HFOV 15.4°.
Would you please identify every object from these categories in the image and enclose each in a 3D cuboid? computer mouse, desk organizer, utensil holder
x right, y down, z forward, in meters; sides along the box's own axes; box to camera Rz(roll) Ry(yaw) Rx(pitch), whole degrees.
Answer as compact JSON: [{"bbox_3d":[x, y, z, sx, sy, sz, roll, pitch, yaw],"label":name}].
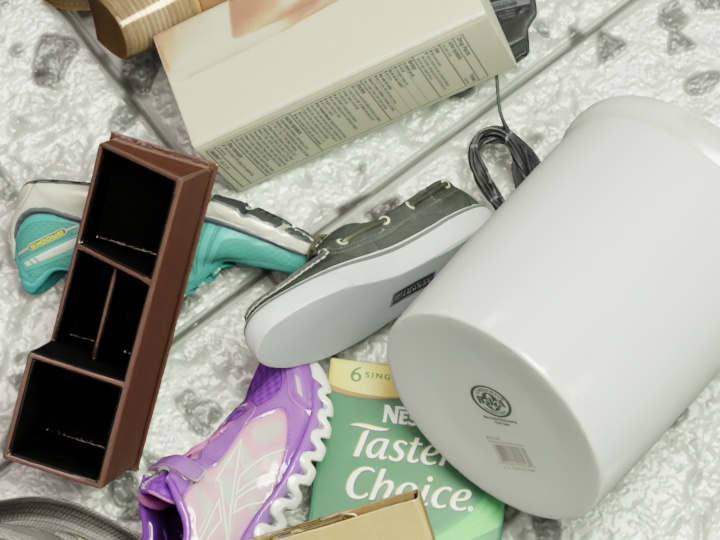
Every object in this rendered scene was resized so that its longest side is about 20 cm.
[{"bbox_3d":[0.091,-0.120,1.704,0.058,0.034,0.201,-9,69,11],"label":"computer mouse"},{"bbox_3d":[-0.152,0.024,1.613,0.071,0.077,0.201,17,100,8],"label":"desk organizer"},{"bbox_3d":[0.135,0.022,1.563,0.170,0.170,0.200,38,60,14],"label":"utensil holder"}]

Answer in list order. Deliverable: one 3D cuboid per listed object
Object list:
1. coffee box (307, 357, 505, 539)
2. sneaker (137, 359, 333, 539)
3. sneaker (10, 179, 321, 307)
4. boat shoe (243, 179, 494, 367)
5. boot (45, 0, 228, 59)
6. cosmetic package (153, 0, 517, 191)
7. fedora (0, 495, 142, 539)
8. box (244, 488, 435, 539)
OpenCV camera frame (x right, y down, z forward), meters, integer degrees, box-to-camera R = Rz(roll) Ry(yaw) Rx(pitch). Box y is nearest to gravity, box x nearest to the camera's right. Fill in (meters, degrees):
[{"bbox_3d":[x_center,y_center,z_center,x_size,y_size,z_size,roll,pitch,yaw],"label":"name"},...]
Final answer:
[{"bbox_3d":[0.026,0.157,1.618,0.122,0.044,0.201,8,73,5],"label":"coffee box"},{"bbox_3d":[-0.085,0.128,1.595,0.088,0.080,0.201,31,65,-20],"label":"sneaker"},{"bbox_3d":[-0.122,-0.011,1.678,0.199,0.077,0.080,4,90,10],"label":"sneaker"},{"bbox_3d":[0.000,0.000,1.637,0.200,0.069,0.057,-24,59,-35],"label":"boat shoe"},{"bbox_3d":[-0.135,-0.226,1.735,0.155,0.077,0.200,-29,45,-22],"label":"boot"},{"bbox_3d":[-0.015,-0.138,1.666,0.199,0.103,0.088,-23,70,7],"label":"cosmetic package"},{"bbox_3d":[-0.195,0.218,1.587,0.200,0.090,0.177,35,77,13],"label":"fedora"},{"bbox_3d":[-0.014,0.242,1.551,0.163,0.021,0.201,-17,102,2],"label":"box"}]
